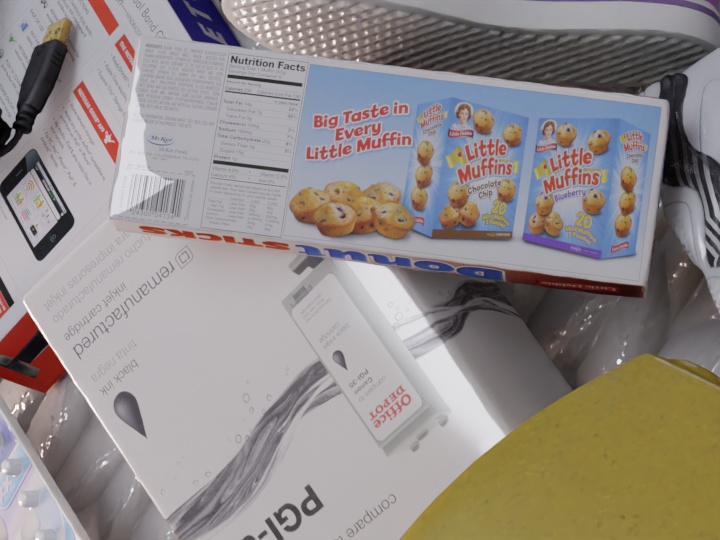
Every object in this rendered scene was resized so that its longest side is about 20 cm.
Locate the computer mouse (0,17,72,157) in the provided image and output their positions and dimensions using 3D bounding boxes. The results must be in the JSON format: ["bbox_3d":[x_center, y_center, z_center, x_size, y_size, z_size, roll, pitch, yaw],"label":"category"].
[{"bbox_3d":[-0.198,-0.133,1.293,0.140,0.046,0.200,5,53,12],"label":"computer mouse"}]

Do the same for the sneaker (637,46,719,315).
[{"bbox_3d":[0.179,-0.026,1.006,0.115,0.075,0.200,-45,47,21],"label":"sneaker"}]

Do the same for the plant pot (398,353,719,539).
[{"bbox_3d":[0.115,0.146,0.918,0.194,0.195,0.200,27,89,42],"label":"plant pot"}]

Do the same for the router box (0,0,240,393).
[{"bbox_3d":[-0.144,-0.075,1.314,0.180,0.049,0.200,-45,50,17],"label":"router box"}]

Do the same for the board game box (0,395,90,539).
[{"bbox_3d":[-0.198,0.156,1.253,0.200,0.026,0.200,52,122,39],"label":"board game box"}]

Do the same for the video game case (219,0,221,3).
[{"bbox_3d":[-0.121,-0.233,1.257,0.025,0.200,0.181,-32,52,0],"label":"video game case"}]

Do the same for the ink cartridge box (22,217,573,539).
[{"bbox_3d":[-0.014,0.046,1.087,0.146,0.083,0.200,-41,75,21],"label":"ink cartridge box"}]

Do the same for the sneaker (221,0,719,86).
[{"bbox_3d":[0.042,-0.136,1.104,0.073,0.200,0.115,131,140,-66],"label":"sneaker"}]

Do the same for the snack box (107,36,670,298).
[{"bbox_3d":[0.011,-0.039,1.026,0.199,0.024,0.072,7,77,6],"label":"snack box"}]
